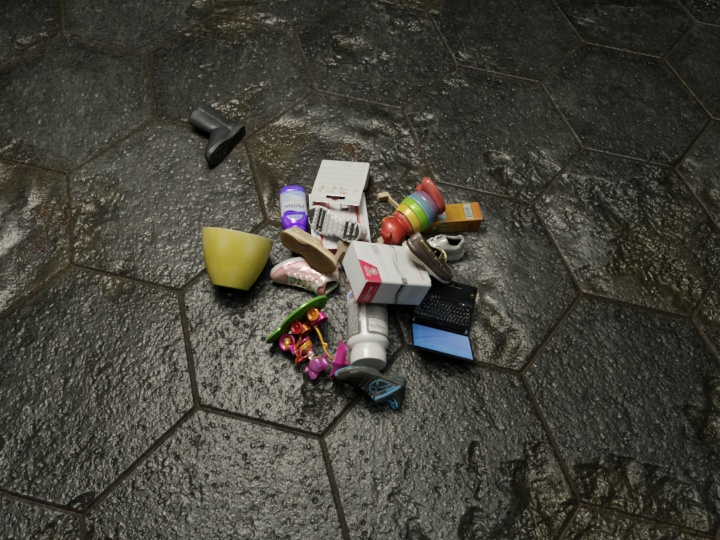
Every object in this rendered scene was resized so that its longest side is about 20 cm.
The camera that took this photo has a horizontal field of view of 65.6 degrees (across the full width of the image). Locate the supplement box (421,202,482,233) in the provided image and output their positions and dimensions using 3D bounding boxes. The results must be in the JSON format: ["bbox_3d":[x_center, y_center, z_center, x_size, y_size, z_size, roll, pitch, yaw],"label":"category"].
[{"bbox_3d":[0.267,-0.159,1.707,0.193,0.067,0.071,-3,62,-5],"label":"supplement box"}]

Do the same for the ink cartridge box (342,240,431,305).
[{"bbox_3d":[0.068,0.009,1.467,0.195,0.084,0.147,6,43,-27],"label":"ink cartridge box"}]

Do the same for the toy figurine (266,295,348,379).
[{"bbox_3d":[-0.119,0.201,1.440,0.198,0.150,0.186,-36,75,1],"label":"toy figurine"}]

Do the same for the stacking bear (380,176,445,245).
[{"bbox_3d":[0.139,-0.153,1.605,0.199,0.121,0.115,-39,89,-11],"label":"stacking bear"}]

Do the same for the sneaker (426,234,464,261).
[{"bbox_3d":[0.215,-0.071,1.638,0.194,0.088,0.076,-10,61,-9],"label":"sneaker"}]

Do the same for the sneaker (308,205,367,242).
[{"bbox_3d":[-0.066,-0.131,1.609,0.197,0.077,0.080,26,15,27],"label":"sneaker"}]

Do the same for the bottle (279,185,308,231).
[{"bbox_3d":[-0.197,-0.157,1.668,0.081,0.066,0.205,-3,60,-8],"label":"bottle"}]

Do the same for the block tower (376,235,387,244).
[{"bbox_3d":[0.113,-0.010,1.613,0.053,0.058,0.201,-31,64,-21],"label":"block tower"}]

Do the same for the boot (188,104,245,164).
[{"bbox_3d":[-0.490,-0.442,1.806,0.165,0.077,0.202,28,54,8],"label":"boot"}]

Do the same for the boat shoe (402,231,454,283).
[{"bbox_3d":[0.193,-0.033,1.483,0.059,0.198,0.073,-42,36,19],"label":"boat shoe"}]

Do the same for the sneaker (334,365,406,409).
[{"bbox_3d":[0.027,0.290,1.394,0.195,0.073,0.084,15,67,-18],"label":"sneaker"}]

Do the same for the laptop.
[{"bbox_3d":[0.230,0.122,1.496,0.172,0.103,0.206,14,84,-7],"label":"laptop"}]

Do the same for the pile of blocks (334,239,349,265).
[{"bbox_3d":[0.000,0.000,1.592,0.201,0.062,0.081,49,40,11],"label":"pile of blocks"}]

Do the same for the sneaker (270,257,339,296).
[{"bbox_3d":[-0.149,0.023,1.558,0.194,0.076,0.107,-9,55,-15],"label":"sneaker"}]

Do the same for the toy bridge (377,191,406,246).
[{"bbox_3d":[0.110,-0.156,1.714,0.065,0.027,0.204,-12,61,-13],"label":"toy bridge"}]

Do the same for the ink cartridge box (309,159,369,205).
[{"bbox_3d":[-0.061,-0.259,1.720,0.155,0.048,0.204,6,49,8],"label":"ink cartridge box"}]

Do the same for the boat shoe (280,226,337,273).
[{"bbox_3d":[-0.132,-0.066,1.543,0.198,0.073,0.064,34,44,22],"label":"boat shoe"}]

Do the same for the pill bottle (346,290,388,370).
[{"bbox_3d":[0.019,0.154,1.473,0.110,0.115,0.205,1,59,-4],"label":"pill bottle"}]

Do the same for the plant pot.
[{"bbox_3d":[-0.345,-0.025,1.525,0.194,0.200,0.147,9,86,1],"label":"plant pot"}]

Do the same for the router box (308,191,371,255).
[{"bbox_3d":[-0.064,-0.139,1.678,0.174,0.049,0.205,-3,59,-6],"label":"router box"}]
